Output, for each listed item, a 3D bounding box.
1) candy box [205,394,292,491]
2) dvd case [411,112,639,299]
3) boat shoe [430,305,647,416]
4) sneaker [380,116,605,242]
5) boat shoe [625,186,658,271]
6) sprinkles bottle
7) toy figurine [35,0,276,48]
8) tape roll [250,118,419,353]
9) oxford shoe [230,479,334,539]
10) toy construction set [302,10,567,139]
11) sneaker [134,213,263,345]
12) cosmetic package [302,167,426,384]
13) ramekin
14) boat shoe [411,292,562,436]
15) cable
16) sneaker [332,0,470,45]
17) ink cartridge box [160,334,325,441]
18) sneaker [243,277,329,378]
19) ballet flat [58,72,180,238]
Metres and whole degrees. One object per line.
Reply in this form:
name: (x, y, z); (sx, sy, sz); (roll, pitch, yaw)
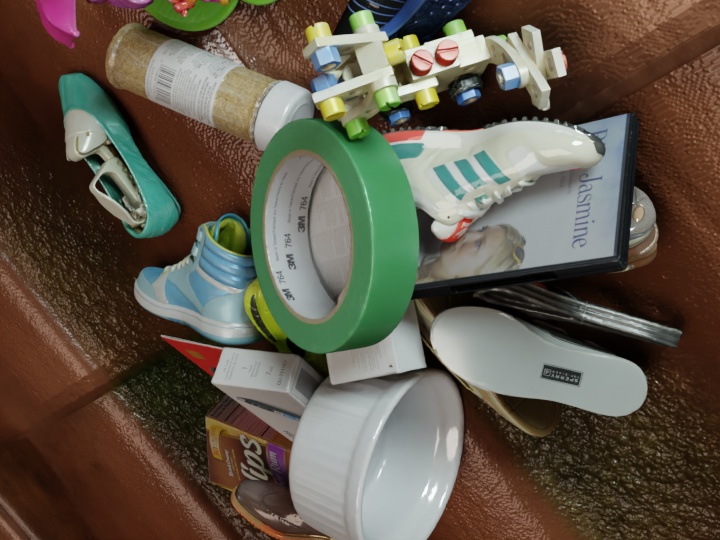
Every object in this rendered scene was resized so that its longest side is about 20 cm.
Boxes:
candy box: (-0.090, 0.237, 1.139); (0.200, 0.056, 0.117); (18, 128, 21)
dvd case: (0.126, -0.050, 0.772); (0.200, 0.143, 0.018); (-9, 143, 35)
boat shoe: (0.156, 0.081, 0.853); (0.200, 0.064, 0.071); (20, 98, -3)
sneaker: (0.099, -0.069, 0.759); (0.200, 0.070, 0.094); (2, 87, 31)
boat shoe: (0.157, -0.030, 0.805); (0.200, 0.076, 0.072); (9, 150, 39)
sprinkles bottle: (-0.144, -0.173, 0.895); (0.200, 0.068, 0.068); (25, 129, 16)
toy figurine: (-0.186, -0.247, 0.795); (0.200, 0.184, 0.150); (14, 126, 22)
tape roll: (-0.028, -0.030, 0.811); (0.200, 0.048, 0.201); (12, 104, 55)
oxford shoe: (-0.049, 0.265, 1.060); (0.200, 0.071, 0.073); (15, 117, 9)
toy construction set: (0.054, -0.157, 0.725); (0.200, 0.131, 0.092); (-4, 81, -5)
sneaker: (-0.173, -0.007, 1.027); (0.200, 0.080, 0.131); (18, 108, 38)
cosmetic package: (0.000, 0.000, 0.878); (0.083, 0.051, 0.200); (-15, 83, 40)
ramekin: (0.016, 0.186, 0.953); (0.098, 0.200, 0.201); (13, 125, 32)
boat shoe: (0.116, 0.078, 0.910); (0.200, 0.074, 0.066); (52, 155, -7)
cable: (0.181, 0.021, 0.823); (0.200, 0.097, 0.050); (12, 84, 17)
sneaker: (0.028, -0.226, 0.766); (0.200, 0.070, 0.078); (-28, 75, 48)
ink cartridge box: (-0.102, 0.138, 1.016); (0.176, 0.045, 0.200); (4, 154, 28)
sneaker: (-0.057, 0.063, 0.996); (0.074, 0.084, 0.200); (5, 140, 22)
ballet flat: (-0.270, -0.119, 1.005); (0.067, 0.070, 0.200); (-24, 105, 39)
